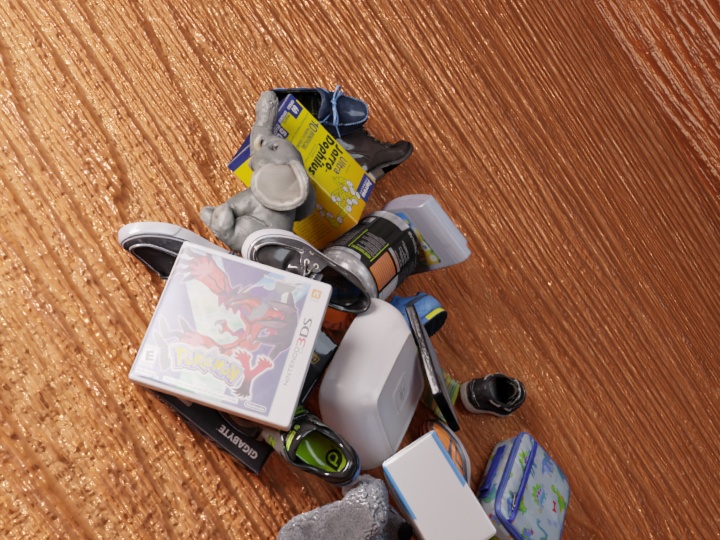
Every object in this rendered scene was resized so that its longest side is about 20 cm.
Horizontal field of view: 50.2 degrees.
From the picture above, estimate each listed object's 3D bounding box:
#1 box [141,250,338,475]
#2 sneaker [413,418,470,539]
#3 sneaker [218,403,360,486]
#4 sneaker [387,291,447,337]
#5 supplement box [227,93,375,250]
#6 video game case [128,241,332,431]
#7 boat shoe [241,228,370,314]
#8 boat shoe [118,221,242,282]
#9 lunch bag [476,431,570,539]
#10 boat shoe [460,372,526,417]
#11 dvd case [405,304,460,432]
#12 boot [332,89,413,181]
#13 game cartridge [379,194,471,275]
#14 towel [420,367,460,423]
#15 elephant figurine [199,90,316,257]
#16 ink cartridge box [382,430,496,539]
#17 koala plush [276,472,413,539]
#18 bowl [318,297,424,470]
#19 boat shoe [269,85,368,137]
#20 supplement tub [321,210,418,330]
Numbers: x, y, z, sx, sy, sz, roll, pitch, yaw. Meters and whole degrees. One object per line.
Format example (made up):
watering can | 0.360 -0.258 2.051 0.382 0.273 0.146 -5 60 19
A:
box | -0.154 0.117 0.985 0.200 0.049 0.200 43 64 -18
sneaker | 0.116 0.332 1.168 0.111 0.077 0.204 -7 73 -48
sneaker | -0.084 0.189 0.923 0.197 0.083 0.072 31 74 5
sneaker | 0.051 0.090 1.243 0.198 0.067 0.078 -25 55 -37
supplement box | -0.089 -0.151 1.207 0.200 0.109 0.110 44 43 -20
video game case | -0.150 0.074 0.918 0.195 0.023 0.186 16 65 3
boat shoe | -0.065 0.009 1.022 0.198 0.071 0.066 31 4 -34
boat shoe | -0.228 -0.001 1.014 0.198 0.071 0.069 27 48 -42
lunch bag | 0.273 0.388 1.299 0.161 0.082 0.201 49 41 -9
boat shoe | 0.254 0.218 1.379 0.198 0.060 0.076 15 58 -48
dvd case | 0.113 0.155 1.187 0.201 0.017 0.145 62 10 -60
boot | 0.000 -0.248 1.385 0.176 0.069 0.200 56 44 -6
game cartridge | 0.090 -0.059 1.282 0.040 0.199 0.134 -41 100 -24
towel | 0.092 0.161 1.287 0.200 0.018 0.087 46 42 -17
elephant figurine | -0.119 -0.115 1.067 0.154 0.201 0.141 38 1 -34
ink cartridge box | 0.100 0.311 1.023 0.083 0.201 0.146 -31 71 -9
koala plush | -0.003 0.354 0.998 0.199 0.180 0.182 -7 79 -69
bowl | 0.028 0.165 1.090 0.201 0.073 0.203 -59 145 -38
boat shoe | -0.071 -0.264 1.278 0.195 0.069 0.086 -8 78 -25
supplement tub | 0.000 0.000 1.202 0.124 0.122 0.200 55 42 -6
